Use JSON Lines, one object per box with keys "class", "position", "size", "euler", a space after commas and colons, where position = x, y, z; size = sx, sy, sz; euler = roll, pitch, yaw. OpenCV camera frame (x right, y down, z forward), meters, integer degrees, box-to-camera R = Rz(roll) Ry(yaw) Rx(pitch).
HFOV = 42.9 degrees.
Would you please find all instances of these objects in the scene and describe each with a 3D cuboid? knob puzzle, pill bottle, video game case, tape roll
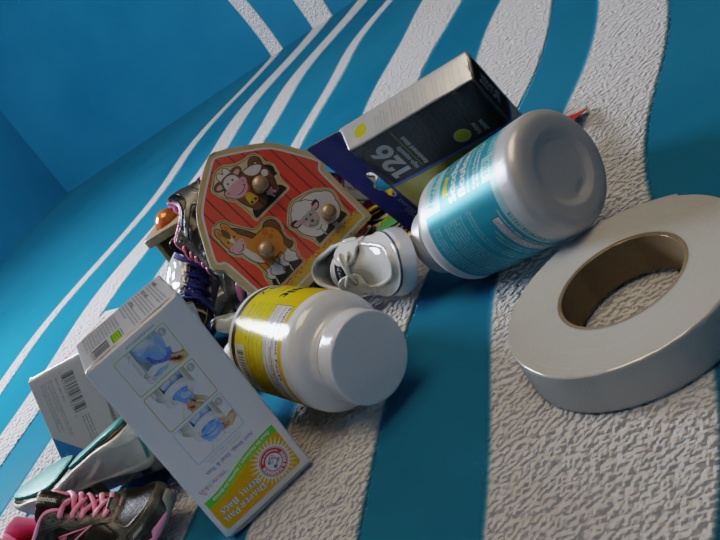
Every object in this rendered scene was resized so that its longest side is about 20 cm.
{"class": "knob puzzle", "position": [-0.111, -0.074, 1.099], "size": [0.220, 0.219, 0.031], "euler": [-44, -7, -19]}
{"class": "pill bottle", "position": [-0.041, 0.073, 0.872], "size": [0.111, 0.112, 0.199], "euler": [-45, 23, -21]}
{"class": "pill bottle", "position": [0.124, -0.059, 0.847], "size": [0.111, 0.111, 0.199], "euler": [-50, 10, -32]}
{"class": "video game case", "position": [-0.086, -0.112, 1.241], "size": [0.177, 0.037, 0.200], "euler": [0, 3, -13]}
{"class": "tape roll", "position": [0.204, 0.020, 0.689], "size": [0.201, 0.037, 0.204], "euler": [-33, 22, 15]}

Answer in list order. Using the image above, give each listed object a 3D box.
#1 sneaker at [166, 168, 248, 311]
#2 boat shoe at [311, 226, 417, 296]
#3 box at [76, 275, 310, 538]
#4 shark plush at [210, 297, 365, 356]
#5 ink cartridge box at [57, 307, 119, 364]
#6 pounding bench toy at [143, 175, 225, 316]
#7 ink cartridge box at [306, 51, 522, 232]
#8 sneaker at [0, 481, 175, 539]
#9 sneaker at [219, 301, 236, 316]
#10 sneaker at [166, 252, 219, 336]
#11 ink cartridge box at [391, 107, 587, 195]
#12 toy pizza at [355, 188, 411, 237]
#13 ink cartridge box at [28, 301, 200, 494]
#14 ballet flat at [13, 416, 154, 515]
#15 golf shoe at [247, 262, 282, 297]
{"class": "sneaker", "position": [-0.194, -0.030, 1.168], "size": [0.094, 0.079, 0.203], "euler": [-22, 64, 1]}
{"class": "boat shoe", "position": [0.000, 0.000, 0.985], "size": [0.064, 0.075, 0.199], "euler": [-14, -2, -21]}
{"class": "box", "position": [-0.151, 0.120, 0.828], "size": [0.101, 0.202, 0.112], "euler": [-40, 19, -12]}
{"class": "shark plush", "position": [-0.085, 0.060, 1.042], "size": [0.198, 0.092, 0.083], "euler": [-35, -10, 20]}
{"class": "ink cartridge box", "position": [-0.333, 0.123, 1.281], "size": [0.198, 0.084, 0.145], "euler": [-14, 32, 48]}
{"class": "pounding bench toy", "position": [-0.227, -0.031, 1.326], "size": [0.123, 0.157, 0.201], "euler": [-26, 24, 25]}
{"class": "ink cartridge box", "position": [0.080, -0.105, 0.931], "size": [0.198, 0.197, 0.048], "euler": [-28, 50, 28]}
{"class": "sneaker", "position": [-0.271, 0.247, 0.891], "size": [0.197, 0.096, 0.079], "euler": [-29, 20, 18]}
{"class": "sneaker", "position": [-0.154, -0.014, 1.236], "size": [0.075, 0.115, 0.201], "euler": [-17, 32, 43]}
{"class": "sneaker", "position": [-0.213, 0.047, 1.176], "size": [0.115, 0.079, 0.203], "euler": [-30, 42, 55]}
{"class": "ink cartridge box", "position": [0.144, -0.155, 1.062], "size": [0.197, 0.051, 0.162], "euler": [-18, 12, 40]}
{"class": "toy pizza", "position": [0.035, -0.066, 1.145], "size": [0.198, 0.032, 0.201], "euler": [-32, 22, 14]}
{"class": "ink cartridge box", "position": [-0.243, 0.142, 0.989], "size": [0.197, 0.148, 0.083], "euler": [-25, -2, 29]}
{"class": "ballet flat", "position": [-0.286, 0.219, 0.949], "size": [0.198, 0.070, 0.070], "euler": [-34, 20, 28]}
{"class": "golf shoe", "position": [-0.102, -0.019, 1.174], "size": [0.086, 0.078, 0.201], "euler": [19, 40, 17]}
